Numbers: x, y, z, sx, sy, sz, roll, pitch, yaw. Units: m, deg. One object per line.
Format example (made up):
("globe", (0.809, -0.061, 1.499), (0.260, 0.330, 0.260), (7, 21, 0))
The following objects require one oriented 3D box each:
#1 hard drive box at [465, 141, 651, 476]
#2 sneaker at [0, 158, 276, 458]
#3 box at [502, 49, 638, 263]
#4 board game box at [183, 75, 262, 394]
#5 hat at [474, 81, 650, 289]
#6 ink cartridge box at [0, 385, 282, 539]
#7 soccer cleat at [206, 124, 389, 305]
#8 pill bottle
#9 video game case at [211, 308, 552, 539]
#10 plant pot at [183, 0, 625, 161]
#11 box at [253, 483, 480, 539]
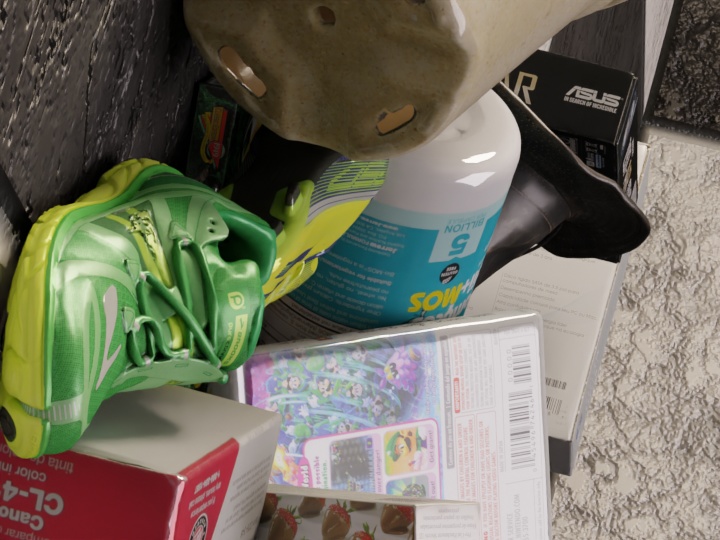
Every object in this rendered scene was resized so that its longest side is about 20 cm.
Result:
("hard drive box", (0.081, 0.007, 1.854), (0.077, 0.155, 0.201), (78, 28, -69))
("sneaker", (-0.080, 0.010, 1.125), (0.200, 0.083, 0.074), (-57, 158, -62))
("box", (0.074, -0.072, 1.688), (0.200, 0.159, 0.044), (73, 33, -70))
("board game box", (-0.068, 0.003, 1.379), (0.105, 0.023, 0.201), (-43, 145, -70))
("hat", (0.045, -0.035, 1.545), (0.081, 0.200, 0.201), (-55, 165, -15))
("ink cartridge box", (-0.105, 0.151, 1.172), (0.148, 0.085, 0.201), (-27, 132, -76))
("soccer cleat", (-0.043, -0.008, 1.287), (0.200, 0.064, 0.084), (-51, 147, -43))
("pill bottle", (0.000, 0.000, 1.458), (0.111, 0.110, 0.201), (-62, 172, -56))
("video game case", (0.014, 0.127, 1.402), (0.181, 0.024, 0.201), (-7, 98, -35))
("plant pot", (0.023, -0.148, 1.264), (0.184, 0.200, 0.201), (-52, 156, -42))
("box", (-0.032, 0.109, 1.244), (0.041, 0.199, 0.039), (4, 88, -43))
